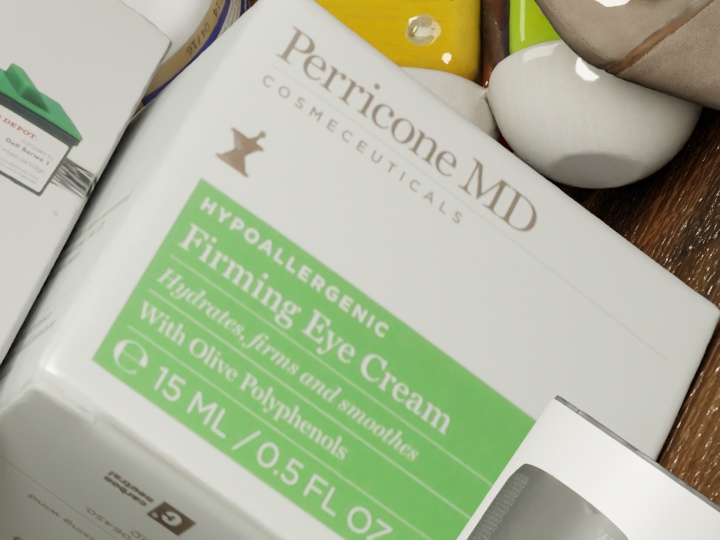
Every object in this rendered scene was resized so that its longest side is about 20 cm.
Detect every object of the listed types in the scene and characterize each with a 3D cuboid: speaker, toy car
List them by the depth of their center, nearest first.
[{"bbox_3d":[0.030,0.139,0.708,0.201,0.081,0.081,-55,11,0],"label":"speaker"},{"bbox_3d":[0.069,-0.104,1.046,0.199,0.150,0.176,-7,68,24],"label":"toy car"}]

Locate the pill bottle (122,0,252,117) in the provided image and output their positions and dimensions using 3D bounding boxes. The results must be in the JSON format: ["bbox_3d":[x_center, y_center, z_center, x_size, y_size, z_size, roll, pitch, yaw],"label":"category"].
[{"bbox_3d":[-0.087,-0.066,1.059,0.116,0.115,0.200,-60,-28,-22],"label":"pill bottle"}]

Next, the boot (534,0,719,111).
[{"bbox_3d":[0.131,-0.147,0.938,0.070,0.146,0.201,-42,17,55],"label":"boot"}]

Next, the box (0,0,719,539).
[{"bbox_3d":[-0.025,0.050,0.893,0.200,0.199,0.172,-34,23,58],"label":"box"}]

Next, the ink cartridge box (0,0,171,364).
[{"bbox_3d":[-0.158,-0.003,0.864,0.146,0.084,0.201,-43,18,43],"label":"ink cartridge box"}]

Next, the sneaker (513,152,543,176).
[{"bbox_3d":[0.121,-0.123,1.161,0.200,0.075,0.088,-53,-5,0],"label":"sneaker"}]
